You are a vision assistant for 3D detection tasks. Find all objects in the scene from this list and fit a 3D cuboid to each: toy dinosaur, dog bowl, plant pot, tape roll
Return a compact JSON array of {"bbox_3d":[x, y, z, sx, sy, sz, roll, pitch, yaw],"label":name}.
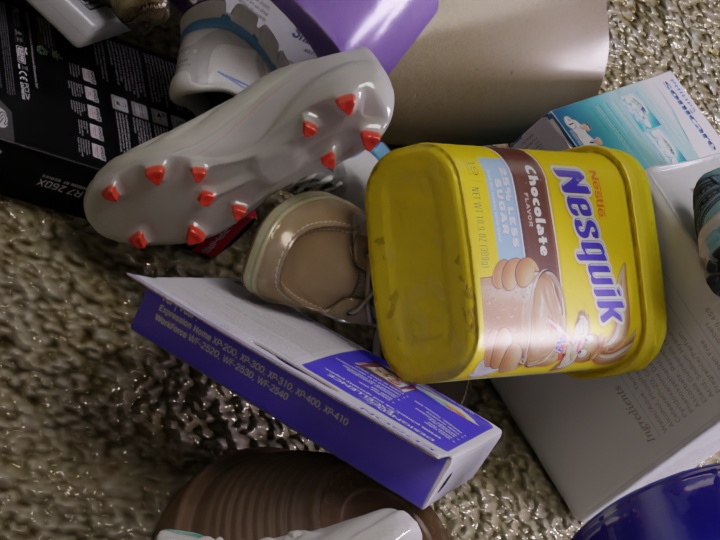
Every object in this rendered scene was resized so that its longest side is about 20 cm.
[{"bbox_3d":[-0.173,-0.213,1.199,0.088,0.047,0.200,52,5,-40],"label":"toy dinosaur"},{"bbox_3d":[0.224,0.205,1.200,0.199,0.200,0.079,19,42,-33],"label":"dog bowl"},{"bbox_3d":[-0.011,0.175,1.079,0.200,0.093,0.202,27,41,-26],"label":"plant pot"},{"bbox_3d":[-0.053,-0.196,1.231,0.200,0.200,0.085,39,78,-11],"label":"tape roll"},{"bbox_3d":[0.047,-0.166,1.414,0.199,0.187,0.188,-19,70,-36],"label":"plant pot"}]

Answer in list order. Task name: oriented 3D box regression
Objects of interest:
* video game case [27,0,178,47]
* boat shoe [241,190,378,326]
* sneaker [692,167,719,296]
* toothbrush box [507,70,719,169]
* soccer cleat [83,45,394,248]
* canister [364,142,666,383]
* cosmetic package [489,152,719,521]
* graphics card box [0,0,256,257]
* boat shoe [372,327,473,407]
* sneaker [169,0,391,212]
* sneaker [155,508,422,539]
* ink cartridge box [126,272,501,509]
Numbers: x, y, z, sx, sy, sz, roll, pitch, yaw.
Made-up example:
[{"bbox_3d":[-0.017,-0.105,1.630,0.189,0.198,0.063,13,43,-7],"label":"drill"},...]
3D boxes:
[{"bbox_3d":[-0.212,-0.223,1.251,0.182,0.023,0.200,44,17,-1],"label":"video game case"},{"bbox_3d":[0.000,0.000,1.183,0.065,0.073,0.200,28,8,28],"label":"boat shoe"},{"bbox_3d":[0.297,-0.018,1.251,0.199,0.078,0.087,20,41,-32],"label":"sneaker"},{"bbox_3d":[0.164,-0.061,1.439,0.086,0.146,0.200,54,35,9],"label":"toothbrush box"},{"bbox_3d":[-0.071,-0.073,1.146,0.078,0.199,0.070,-94,159,-57],"label":"soccer cleat"},{"bbox_3d":[0.097,-0.004,1.188,0.199,0.086,0.150,-1,83,-49],"label":"canister"},{"bbox_3d":[0.215,0.042,1.345,0.167,0.200,0.167,-14,67,-51],"label":"cosmetic package"},{"bbox_3d":[-0.166,-0.091,1.207,0.199,0.051,0.126,17,46,-37],"label":"graphics card box"},{"bbox_3d":[0.056,0.031,1.311,0.072,0.059,0.201,32,38,-21],"label":"boat shoe"},{"bbox_3d":[-0.052,-0.075,1.225,0.200,0.075,0.087,41,45,-26],"label":"sneaker"},{"bbox_3d":[-0.067,0.161,0.983,0.199,0.075,0.089,-28,59,-13],"label":"sneaker"},{"bbox_3d":[-0.028,0.064,1.087,0.197,0.044,0.200,30,5,13],"label":"ink cartridge box"}]
